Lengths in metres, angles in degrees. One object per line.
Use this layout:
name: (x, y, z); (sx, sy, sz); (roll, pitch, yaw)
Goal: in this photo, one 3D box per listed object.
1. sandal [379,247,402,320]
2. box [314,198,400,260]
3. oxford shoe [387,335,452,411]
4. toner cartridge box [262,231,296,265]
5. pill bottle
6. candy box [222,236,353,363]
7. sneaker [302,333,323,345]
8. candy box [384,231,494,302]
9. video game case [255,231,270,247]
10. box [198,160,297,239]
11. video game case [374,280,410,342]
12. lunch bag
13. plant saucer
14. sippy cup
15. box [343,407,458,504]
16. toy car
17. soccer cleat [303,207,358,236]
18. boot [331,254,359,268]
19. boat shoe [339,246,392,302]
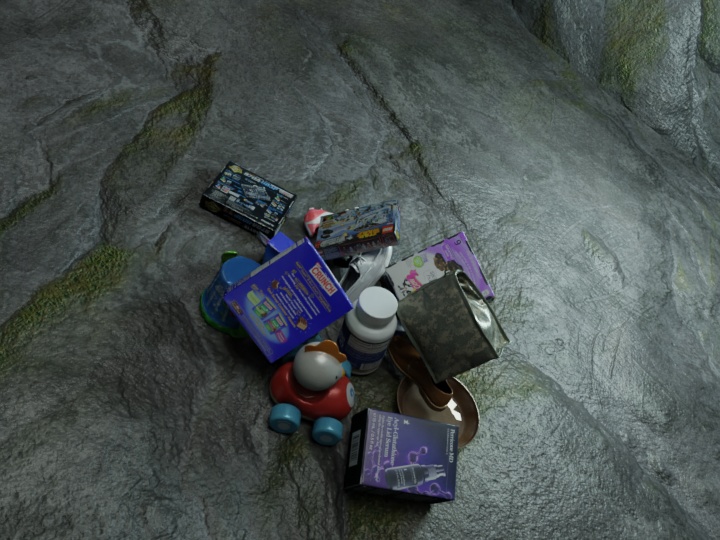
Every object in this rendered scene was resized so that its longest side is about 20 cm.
sandal: (0.076, 0.034, 1.634); (0.075, 0.048, 0.201); (-1, 65, -30)
box: (-0.005, -0.096, 1.618); (0.200, 0.040, 0.137); (-11, 38, 15)
oxford shoe: (0.135, 0.211, 1.496); (0.071, 0.071, 0.200); (-25, 64, -39)
toner cartridge box: (-0.167, 0.007, 1.476); (0.095, 0.200, 0.043); (39, 58, 10)
pill bottle: (0.015, 0.128, 1.456); (0.111, 0.200, 0.111); (8, 49, -9)
candy box: (-0.142, 0.056, 1.345); (0.169, 0.200, 0.077); (57, 1, -16)
sneaker: (-0.124, 0.110, 1.438); (0.200, 0.095, 0.079); (58, 46, -23)
candy box: (0.180, 0.032, 1.552); (0.200, 0.072, 0.168); (-25, 76, 4)
video game case: (-0.149, -0.005, 1.556); (0.200, 0.143, 0.019); (41, 84, 10)
box: (-0.277, -0.175, 1.696); (0.200, 0.046, 0.159); (27, 44, -3)
video game case: (0.098, 0.088, 1.655); (0.200, 0.045, 0.181); (11, 48, -19)
lunch bag: (0.187, 0.109, 1.421); (0.200, 0.164, 0.118); (60, 31, -1)
plant saucer: (0.166, 0.309, 1.498); (0.200, 0.037, 0.201); (14, 47, -16)
sippy cup: (-0.262, 0.044, 1.445); (0.178, 0.130, 0.140); (40, 45, 10)
box: (0.081, 0.365, 1.328); (0.200, 0.104, 0.148); (13, 64, -16)
toy car: (-0.075, 0.209, 1.344); (0.177, 0.200, 0.184); (19, 45, -11)
soccer cleat: (-0.050, -0.119, 1.756); (0.200, 0.067, 0.077); (1, 60, -24)
boot: (0.005, -0.051, 1.700); (0.200, 0.068, 0.131); (-6, 39, -22)
boat shoe: (0.000, 0.000, 1.594); (0.069, 0.200, 0.072); (36, 0, -44)
